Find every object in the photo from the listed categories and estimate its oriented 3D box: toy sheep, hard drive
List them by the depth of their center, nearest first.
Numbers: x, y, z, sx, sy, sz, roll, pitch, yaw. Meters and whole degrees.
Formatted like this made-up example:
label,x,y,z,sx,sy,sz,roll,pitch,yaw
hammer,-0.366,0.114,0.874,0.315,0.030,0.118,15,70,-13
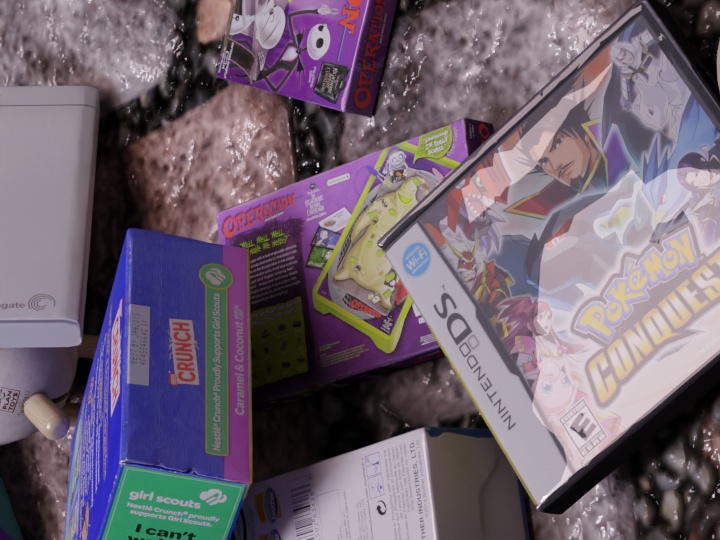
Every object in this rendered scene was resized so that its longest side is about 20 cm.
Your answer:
label,x,y,z,sx,sy,sz,roll,pitch,yaw
hard drive,-0.231,-0.036,1.687,0.027,0.132,0.200,90,180,-48
toy sheep,-0.233,0.047,1.714,0.200,0.138,0.138,33,108,44

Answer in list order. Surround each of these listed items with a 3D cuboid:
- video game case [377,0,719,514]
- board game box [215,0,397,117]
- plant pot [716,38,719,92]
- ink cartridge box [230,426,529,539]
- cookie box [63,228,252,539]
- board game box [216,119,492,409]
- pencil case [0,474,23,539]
label,x,y,z,sx,sy,sz,roll,pitch,yaw
video game case,0.121,-0.007,1.395,0.200,0.025,0.181,-43,60,22
board game box,-0.018,-0.198,1.602,0.120,0.032,0.200,17,97,42
plant pot,0.252,-0.090,1.211,0.200,0.187,0.188,12,93,61
ink cartridge box,-0.002,0.172,1.495,0.200,0.076,0.137,-21,69,42
cookie box,-0.116,0.107,1.539,0.200,0.075,0.171,110,164,-46
board game box,0.000,0.000,1.541,0.200,0.032,0.120,-18,76,42
pencil case,-0.263,0.160,1.764,0.092,0.085,0.200,104,149,-59
